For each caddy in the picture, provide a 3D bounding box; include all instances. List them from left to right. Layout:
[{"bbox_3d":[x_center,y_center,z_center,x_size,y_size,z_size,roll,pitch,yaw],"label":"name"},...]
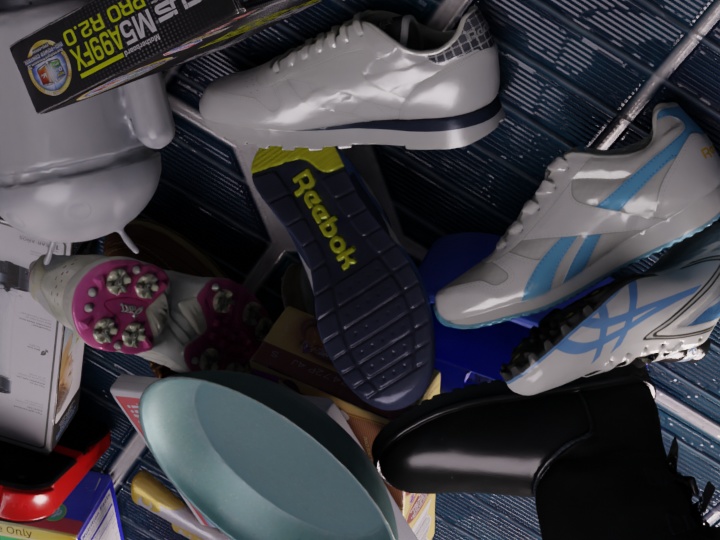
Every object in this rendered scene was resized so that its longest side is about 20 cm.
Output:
[{"bbox_3d":[0.101,0.066,1.398,0.199,0.105,0.142,20,134,4],"label":"caddy"}]

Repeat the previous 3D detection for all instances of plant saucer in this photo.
[{"bbox_3d":[-0.052,0.128,1.347,0.199,0.036,0.200,26,147,18],"label":"plant saucer"}]

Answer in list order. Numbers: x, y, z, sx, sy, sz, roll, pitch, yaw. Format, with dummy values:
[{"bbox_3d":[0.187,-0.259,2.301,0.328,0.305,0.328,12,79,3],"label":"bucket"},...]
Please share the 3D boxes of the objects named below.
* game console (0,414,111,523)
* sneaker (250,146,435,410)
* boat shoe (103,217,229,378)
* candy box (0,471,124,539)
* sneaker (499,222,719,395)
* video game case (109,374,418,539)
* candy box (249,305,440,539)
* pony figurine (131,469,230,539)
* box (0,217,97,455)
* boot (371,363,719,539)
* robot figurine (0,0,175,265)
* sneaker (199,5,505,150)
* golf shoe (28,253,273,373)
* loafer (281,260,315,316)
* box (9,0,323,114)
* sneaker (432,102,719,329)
[{"bbox_3d":[-0.303,0.126,1.577,0.199,0.177,0.031,17,106,7],"label":"game console"},{"bbox_3d":[0.000,0.000,1.341,0.074,0.201,0.082,-26,157,7],"label":"sneaker"},{"bbox_3d":[-0.120,0.049,1.499,0.072,0.068,0.200,-14,124,32],"label":"boat shoe"},{"bbox_3d":[-0.283,0.246,1.742,0.168,0.077,0.201,9,132,15],"label":"candy box"},{"bbox_3d":[0.172,0.034,1.282,0.072,0.200,0.073,-27,88,60],"label":"sneaker"},{"bbox_3d":[-0.066,0.133,1.421,0.199,0.017,0.143,4,135,41],"label":"video game case"},{"bbox_3d":[-0.009,0.122,1.423,0.116,0.057,0.200,23,146,17],"label":"candy box"},{"bbox_3d":[-0.076,0.245,1.625,0.199,0.167,0.194,18,130,27],"label":"pony figurine"},{"bbox_3d":[-0.259,0.027,1.519,0.116,0.060,0.201,16,125,7],"label":"box"},{"bbox_3d":[0.116,0.146,1.277,0.197,0.163,0.073,-15,144,0],"label":"boot"},{"bbox_3d":[-0.189,-0.104,1.324,0.169,0.113,0.201,-3,101,38],"label":"robot figurine"},{"bbox_3d":[-0.008,-0.123,1.303,0.199,0.076,0.081,-2,119,18],"label":"sneaker"},{"bbox_3d":[-0.139,0.027,1.421,0.091,0.076,0.200,18,175,41],"label":"golf shoe"},{"bbox_3d":[-0.031,0.072,1.480,0.069,0.075,0.201,0,131,16],"label":"loafer"},{"bbox_3d":[-0.079,-0.156,1.201,0.160,0.200,0.044,-22,94,35],"label":"box"},{"bbox_3d":[0.129,-0.029,1.291,0.199,0.077,0.081,-29,92,8],"label":"sneaker"}]
